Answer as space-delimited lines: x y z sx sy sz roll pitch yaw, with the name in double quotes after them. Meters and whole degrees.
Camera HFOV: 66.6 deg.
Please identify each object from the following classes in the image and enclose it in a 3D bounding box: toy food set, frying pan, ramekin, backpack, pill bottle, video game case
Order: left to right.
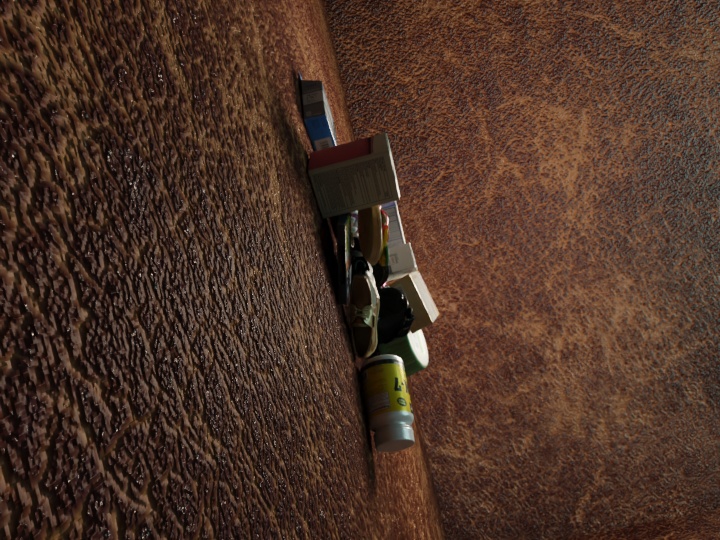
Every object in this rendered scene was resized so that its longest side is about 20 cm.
-0.039 -0.040 1.317 0.201 0.025 0.187 -82 172 -74 "video game case"
0.032 -0.112 1.407 0.201 0.047 0.203 -118 -153 -59 "toy food set"
0.058 0.031 1.666 0.190 0.115 0.031 43 -12 14 "frying pan"
0.061 0.128 1.521 0.201 0.162 0.130 78 -5 -66 "backpack"
0.066 0.317 1.307 0.115 0.111 0.205 67 11 -58 "pill bottle"
0.131 0.224 1.673 0.201 0.096 0.203 54 24 -36 "ramekin"

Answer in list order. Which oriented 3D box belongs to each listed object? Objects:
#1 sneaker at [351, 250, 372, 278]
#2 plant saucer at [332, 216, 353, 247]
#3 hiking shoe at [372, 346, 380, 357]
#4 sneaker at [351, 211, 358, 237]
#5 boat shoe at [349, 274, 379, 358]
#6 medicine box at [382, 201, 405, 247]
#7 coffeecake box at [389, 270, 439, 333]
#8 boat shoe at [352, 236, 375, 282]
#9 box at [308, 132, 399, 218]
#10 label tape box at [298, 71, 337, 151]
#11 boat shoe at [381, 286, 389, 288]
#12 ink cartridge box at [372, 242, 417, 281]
0.002 -0.010 1.484 0.202 0.073 0.081 -109 -166 -57 "sneaker"
-0.058 -0.163 1.561 0.200 0.033 0.206 -14 91 -84 "plant saucer"
0.068 0.216 1.748 0.201 0.072 0.089 -91 167 -65 "hiking shoe"
0.019 -0.187 1.518 0.079 0.136 0.203 -98 172 -48 "sneaker"
0.007 0.114 1.316 0.074 0.073 0.207 -43 129 -72 "boat shoe"
0.046 -0.146 1.811 0.105 0.177 0.203 -99 173 -48 "medicine box"
0.166 0.090 1.651 0.157 0.072 0.200 64 14 4 "coffeecake box"
0.000 0.000 1.626 0.067 0.070 0.206 28 55 -59 "boat shoe"
-0.015 -0.225 1.296 0.110 0.194 0.130 -94 169 -56 "box"
-0.111 -0.422 1.468 0.146 0.061 0.204 70 9 -54 "label tape box"
0.053 0.076 1.751 0.200 0.073 0.066 -8 73 -58 "boat shoe"
0.081 -0.014 1.770 0.147 0.194 0.085 47 28 -79 "ink cartridge box"
